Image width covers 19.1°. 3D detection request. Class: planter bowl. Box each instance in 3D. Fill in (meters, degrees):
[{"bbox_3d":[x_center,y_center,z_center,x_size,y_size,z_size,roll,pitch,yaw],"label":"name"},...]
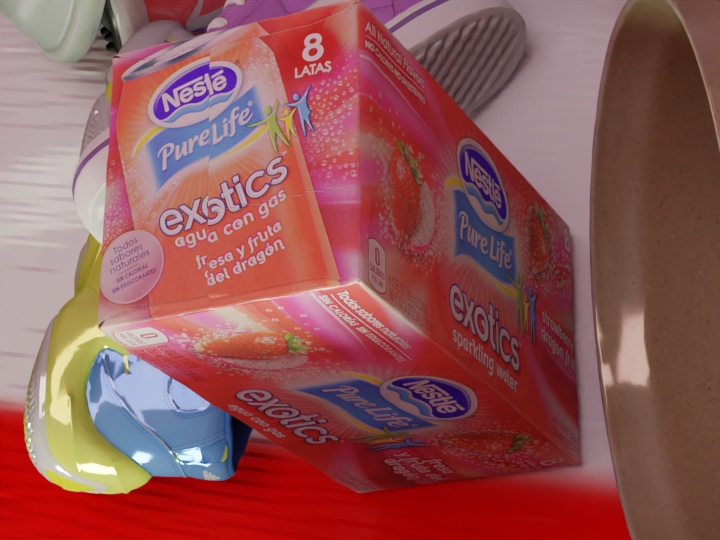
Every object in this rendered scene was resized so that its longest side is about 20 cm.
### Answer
[{"bbox_3d":[0.160,0.006,0.696,0.135,0.200,0.200,-2,66,-6],"label":"planter bowl"}]

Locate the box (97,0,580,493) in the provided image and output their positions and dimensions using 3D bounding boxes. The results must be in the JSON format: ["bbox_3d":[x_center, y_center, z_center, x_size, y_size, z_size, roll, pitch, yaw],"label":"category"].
[{"bbox_3d":[0.000,0.000,0.748,0.095,0.200,0.103,-10,65,23],"label":"box"}]

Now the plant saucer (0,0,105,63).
[{"bbox_3d":[-0.149,-0.186,0.901,0.050,0.200,0.200,-7,61,-19],"label":"plant saucer"}]

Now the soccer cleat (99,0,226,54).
[{"bbox_3d":[-0.098,-0.184,0.956,0.073,0.068,0.200,-14,59,-6],"label":"soccer cleat"}]

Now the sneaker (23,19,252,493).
[{"bbox_3d":[-0.064,-0.002,0.864,0.105,0.076,0.200,8,75,10],"label":"sneaker"}]

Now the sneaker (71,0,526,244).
[{"bbox_3d":[-0.046,-0.079,0.845,0.200,0.073,0.114,-26,53,-30],"label":"sneaker"}]
